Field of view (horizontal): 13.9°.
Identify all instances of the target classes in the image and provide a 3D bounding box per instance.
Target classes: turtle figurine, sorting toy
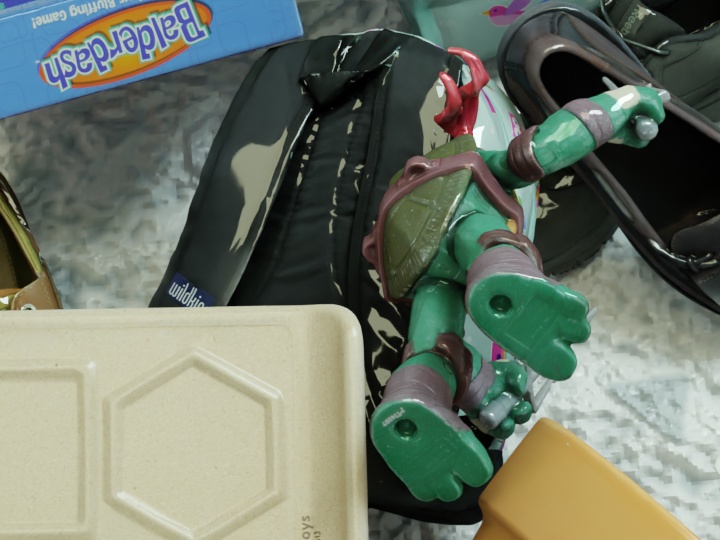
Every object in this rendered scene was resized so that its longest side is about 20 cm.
[{"bbox_3d":[0.051,-0.003,1.130,0.100,0.150,0.200,17,27,-1],"label":"turtle figurine"},{"bbox_3d":[-0.095,0.107,1.091,0.198,0.036,0.186,-2,78,2],"label":"sorting toy"}]

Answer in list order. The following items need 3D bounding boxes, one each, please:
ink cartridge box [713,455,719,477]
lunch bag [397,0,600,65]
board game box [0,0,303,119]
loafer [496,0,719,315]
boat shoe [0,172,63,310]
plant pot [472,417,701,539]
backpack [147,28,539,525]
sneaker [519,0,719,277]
[{"bbox_3d":[0.256,0.103,1.220,0.199,0.067,0.118,-19,59,-7],"label":"ink cartridge box"},{"bbox_3d":[0.071,-0.212,1.403,0.169,0.122,0.201,-20,47,0],"label":"lunch bag"},{"bbox_3d":[-0.110,-0.117,1.333,0.151,0.200,0.045,-15,103,-2],"label":"board game box"},{"bbox_3d":[0.138,-0.034,1.270,0.200,0.063,0.072,41,99,-8],"label":"loafer"},{"bbox_3d":[-0.163,0.034,1.307,0.072,0.068,0.201,-21,60,-8],"label":"boat shoe"},{"bbox_3d":[0.095,0.172,1.091,0.200,0.200,0.140,41,86,26],"label":"plant pot"},{"bbox_3d":[0.000,0.000,1.260,0.166,0.127,0.201,7,82,18],"label":"backpack"},{"bbox_3d":[0.111,-0.079,1.332,0.076,0.091,0.200,39,74,25],"label":"sneaker"}]
